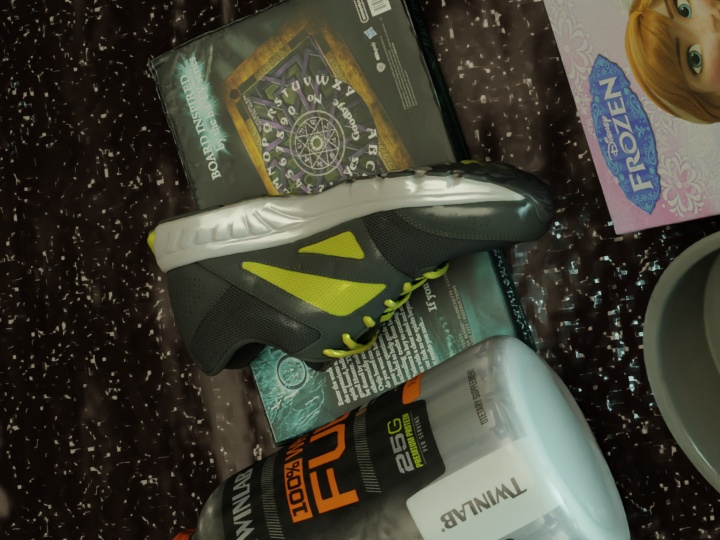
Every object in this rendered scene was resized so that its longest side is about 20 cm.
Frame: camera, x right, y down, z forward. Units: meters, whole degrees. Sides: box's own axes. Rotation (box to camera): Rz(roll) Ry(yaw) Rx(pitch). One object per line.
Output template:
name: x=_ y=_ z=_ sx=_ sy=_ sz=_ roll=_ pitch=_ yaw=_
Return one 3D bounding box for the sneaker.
sneaker: x=0.000 y=0.000 z=1.228 sx=0.199 sy=0.074 sz=0.085 roll=-9 pitch=93 yaw=27

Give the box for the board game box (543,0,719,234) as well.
board game box: x=0.158 y=-0.127 z=1.120 sx=0.199 sy=0.041 sz=0.201 roll=-13 pitch=97 yaw=51

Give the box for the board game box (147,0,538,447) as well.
board game box: x=-0.010 y=-0.032 z=1.277 sx=0.134 sy=0.028 sz=0.201 roll=-20 pitch=83 yaw=17

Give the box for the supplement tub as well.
supplement tub: x=0.012 y=0.124 z=1.217 sx=0.199 sy=0.122 sz=0.123 roll=-29 pitch=80 yaw=15

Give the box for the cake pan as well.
cake pan: x=0.216 y=0.050 z=1.138 sx=0.199 sy=0.037 sz=0.201 roll=22 pitch=139 yaw=21
